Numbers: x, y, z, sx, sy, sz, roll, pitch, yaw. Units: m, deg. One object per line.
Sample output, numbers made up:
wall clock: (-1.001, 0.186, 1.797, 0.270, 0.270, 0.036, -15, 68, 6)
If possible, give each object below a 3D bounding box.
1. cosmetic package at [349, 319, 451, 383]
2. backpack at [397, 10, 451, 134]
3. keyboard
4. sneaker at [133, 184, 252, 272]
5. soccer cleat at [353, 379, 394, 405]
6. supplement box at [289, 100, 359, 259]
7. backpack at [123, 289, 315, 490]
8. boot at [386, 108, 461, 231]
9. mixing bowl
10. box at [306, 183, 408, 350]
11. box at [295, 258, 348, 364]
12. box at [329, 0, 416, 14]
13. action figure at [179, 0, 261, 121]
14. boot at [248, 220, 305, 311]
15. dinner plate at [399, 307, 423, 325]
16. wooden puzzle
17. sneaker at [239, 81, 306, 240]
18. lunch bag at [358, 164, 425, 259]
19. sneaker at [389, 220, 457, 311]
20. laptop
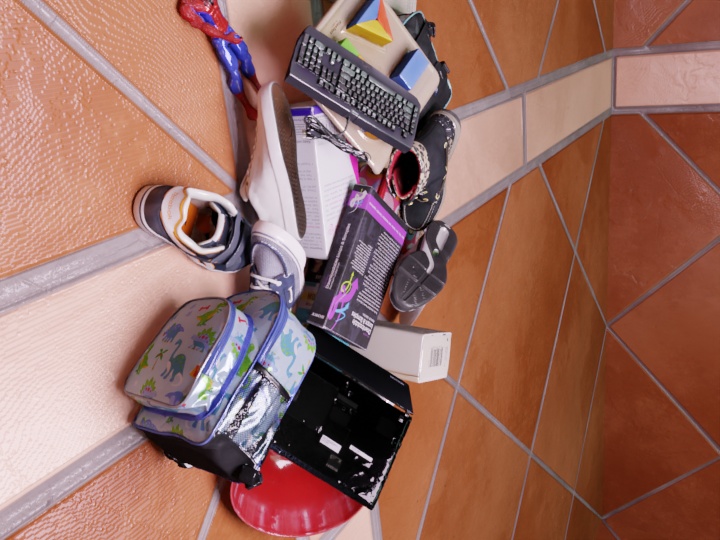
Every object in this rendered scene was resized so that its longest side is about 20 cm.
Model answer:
cosmetic package: (0.033, 0.119, 1.048, 0.103, 0.196, 0.075, 5, 91, -55)
backpack: (0.030, -0.273, 1.014, 0.202, 0.150, 0.177, -60, 140, -30)
keyboard: (-0.008, -0.201, 0.825, 0.197, 0.020, 0.130, 23, 78, -32)
sneaker: (-0.175, -0.043, 0.804, 0.199, 0.078, 0.081, 25, 74, -58)
soccer cleat: (-0.002, 0.189, 1.027, 0.084, 0.200, 0.070, -30, 101, -8)
supplement box: (-0.066, -0.130, 0.936, 0.101, 0.101, 0.205, -29, 118, -52)
backpack: (-0.155, 0.114, 0.765, 0.148, 0.180, 0.202, 53, 54, -31)
boot: (0.080, -0.127, 1.000, 0.154, 0.072, 0.207, -46, 156, -50)
mixing bowl: (-0.085, 0.262, 0.931, 0.109, 0.196, 0.203, -108, 178, -55)
box: (0.000, 0.000, 0.951, 0.143, 0.035, 0.205, 37, 68, -59)
box: (-0.047, 0.043, 1.015, 0.049, 0.081, 0.205, 29, 71, -55)
box: (0.008, -0.439, 1.019, 0.198, 0.080, 0.070, -6, 101, -58)
action figure: (-0.143, -0.277, 0.798, 0.201, 0.097, 0.066, 55, 51, -43)
boot: (-0.117, 0.021, 0.866, 0.201, 0.071, 0.092, 83, 31, -63)
dinner plate: (0.109, 0.015, 1.217, 0.200, 0.024, 0.204, -155, -91, -85)
wooden puzzle: (0.021, -0.262, 0.880, 0.200, 0.046, 0.187, 47, 65, -32)
sneaker: (-0.124, -0.134, 0.852, 0.073, 0.082, 0.205, -56, 143, -65)
lunch bag: (0.045, -0.068, 1.149, 0.199, 0.080, 0.180, 31, 74, -56)
sneaker: (0.083, 0.016, 1.053, 0.075, 0.116, 0.201, 38, 45, -2)
laptop: (-0.029, 0.180, 0.875, 0.202, 0.175, 0.103, -61, -176, -28)
